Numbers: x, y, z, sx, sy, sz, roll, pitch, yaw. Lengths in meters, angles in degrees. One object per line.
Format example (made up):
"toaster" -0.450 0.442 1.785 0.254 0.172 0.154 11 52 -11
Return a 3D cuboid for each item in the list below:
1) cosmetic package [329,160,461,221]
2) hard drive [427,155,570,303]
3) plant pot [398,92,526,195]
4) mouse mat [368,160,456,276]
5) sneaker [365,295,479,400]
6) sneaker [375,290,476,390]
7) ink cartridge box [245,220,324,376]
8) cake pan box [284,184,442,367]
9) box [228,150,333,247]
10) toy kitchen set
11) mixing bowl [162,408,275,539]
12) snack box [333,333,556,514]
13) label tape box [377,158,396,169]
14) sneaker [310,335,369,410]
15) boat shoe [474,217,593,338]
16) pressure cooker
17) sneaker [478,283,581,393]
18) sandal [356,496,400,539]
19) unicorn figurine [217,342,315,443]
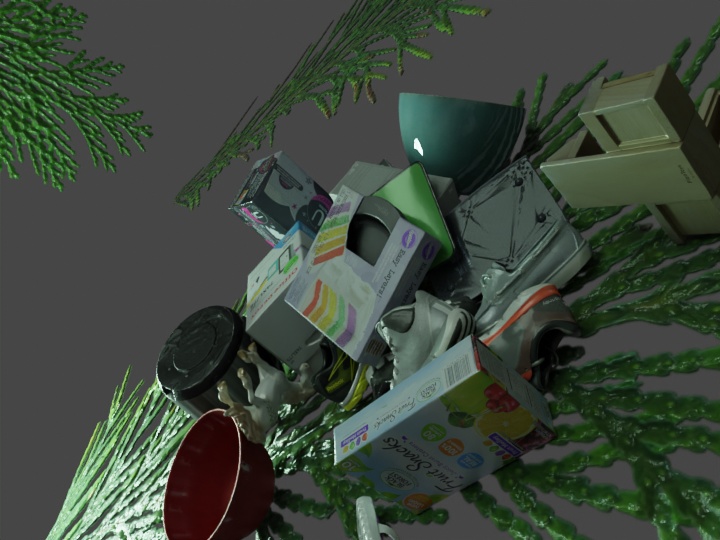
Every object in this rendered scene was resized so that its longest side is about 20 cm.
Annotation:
"cosmetic package" 0.060 -0.093 1.026 0.197 0.108 0.091 20 60 43
"hard drive" 0.174 -0.041 0.884 0.199 0.042 0.137 -39 51 21
"plant pot" 0.149 -0.192 1.025 0.200 0.194 0.139 -146 59 -63
"mouse mat" 0.036 -0.040 0.947 0.198 0.007 0.165 -34 60 28
"sneaker" 0.085 0.120 0.857 0.200 0.066 0.092 -44 30 24
"sneaker" 0.054 0.118 0.801 0.114 0.074 0.205 32 103 33
"ink cartridge box" -0.096 0.047 1.122 0.147 0.145 0.201 -45 23 12
"cake pan box" 0.000 0.000 0.922 0.183 0.052 0.204 35 97 40
"box" -0.143 -0.124 1.356 0.113 0.199 0.135 -4 52 53
"toy kitchen set" 0.304 -0.157 0.685 0.161 0.199 0.184 1 57 56
"mixing bowl" -0.196 0.321 0.989 0.198 0.107 0.205 -29 47 37
"snack box" 0.087 0.171 0.701 0.198 0.141 0.054 -37 31 25
"label tape box" 0.023 -0.130 1.250 0.143 0.066 0.201 -46 29 12
"sneaker" -0.014 0.097 0.974 0.074 0.083 0.206 -34 38 64
"boat shoe" 0.181 0.017 0.793 0.200 0.072 0.070 -42 -3 11
"pressure cooker" -0.223 0.181 1.117 0.174 0.201 0.179 -3 49 35
"sneaker" 0.163 0.111 0.732 0.202 0.076 0.082 -55 48 21
"sandal" 0.033 0.316 0.710 0.048 0.085 0.204 -7 26 -9
"unicorn figurine" -0.135 0.178 1.001 0.073 0.138 0.202 -23 25 43
